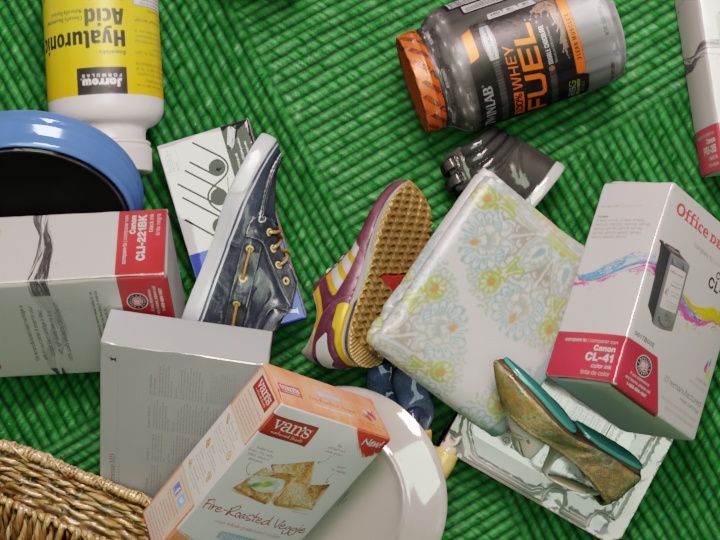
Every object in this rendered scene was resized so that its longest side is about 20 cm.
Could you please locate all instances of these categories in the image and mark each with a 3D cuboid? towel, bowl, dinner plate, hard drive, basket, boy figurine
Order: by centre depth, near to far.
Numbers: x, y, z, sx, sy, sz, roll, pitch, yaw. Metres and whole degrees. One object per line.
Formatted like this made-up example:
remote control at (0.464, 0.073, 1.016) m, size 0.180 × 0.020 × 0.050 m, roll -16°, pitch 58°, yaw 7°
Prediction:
basket at (-0.290, 0.272, 1.337) m, size 0.199 × 0.143 × 0.150 m, roll 24°, pitch 110°, yaw 0°
bowl at (-0.301, -0.063, 1.348) m, size 0.199 × 0.201 × 0.040 m, roll -1°, pitch 51°, yaw -1°
towel at (0.121, 0.030, 1.361) m, size 0.171 × 0.048 × 0.201 m, roll 37°, pitch 83°, yaw -21°
dinner plate at (-0.013, 0.210, 1.379) m, size 0.199 × 0.024 × 0.202 m, roll 2°, pitch 94°, yaw 27°
boy figurine at (0.044, 0.175, 1.399) m, size 0.124 × 0.064 × 0.202 m, roll -3°, pitch 90°, yaw 33°
hard drive at (0.193, 0.160, 1.424) m, size 0.199 × 0.038 × 0.140 m, roll 30°, pitch 88°, yaw -1°

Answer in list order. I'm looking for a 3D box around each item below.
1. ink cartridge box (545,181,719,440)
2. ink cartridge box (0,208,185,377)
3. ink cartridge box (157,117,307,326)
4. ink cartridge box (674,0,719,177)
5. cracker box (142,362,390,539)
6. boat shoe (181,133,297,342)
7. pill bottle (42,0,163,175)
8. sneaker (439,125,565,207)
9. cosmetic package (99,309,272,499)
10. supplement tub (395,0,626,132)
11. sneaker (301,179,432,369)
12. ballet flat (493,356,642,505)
ink cartridge box at (0.267, 0.037, 1.354) m, size 0.147 × 0.085 × 0.201 m, roll 32°, pitch 72°, yaw -39°
ink cartridge box at (-0.269, 0.023, 1.357) m, size 0.198 × 0.145 × 0.084 m, roll -4°, pitch 51°, yaw -2°
ink cartridge box at (-0.123, -0.036, 1.420) m, size 0.093 × 0.044 × 0.201 m, roll -17°, pitch 88°, yaw 0°
ink cartridge box at (0.393, -0.201, 1.419) m, size 0.145 × 0.083 × 0.202 m, roll -8°, pitch 88°, yaw -1°
cracker box at (-0.086, 0.186, 1.322) m, size 0.133 × 0.058 × 0.200 m, roll 22°, pitch 117°, yaw -38°
boat shoe at (-0.092, -0.021, 1.366) m, size 0.090 × 0.071 × 0.201 m, roll 21°, pitch 96°, yaw 1°
pill bottle at (-0.243, -0.191, 1.390) m, size 0.110 × 0.111 × 0.202 m, roll -4°, pitch 88°, yaw -1°
sneaker at (0.099, -0.054, 1.417) m, size 0.099 × 0.071 × 0.200 m, roll 40°, pitch 82°, yaw 3°
cosmetic package at (-0.164, 0.134, 1.353) m, size 0.150 × 0.052 × 0.201 m, roll 7°, pitch 129°, yaw -3°
supplement tub at (0.142, -0.209, 1.394) m, size 0.199 × 0.123 × 0.123 m, roll -20°, pitch 88°, yaw -2°
sneaker at (0.000, 0.000, 1.408) m, size 0.075 × 0.090 × 0.201 m, roll 42°, pitch 58°, yaw -37°
ballet flat at (0.180, 0.156, 1.348) m, size 0.200 × 0.071 × 0.071 m, roll 37°, pitch 87°, yaw -27°
